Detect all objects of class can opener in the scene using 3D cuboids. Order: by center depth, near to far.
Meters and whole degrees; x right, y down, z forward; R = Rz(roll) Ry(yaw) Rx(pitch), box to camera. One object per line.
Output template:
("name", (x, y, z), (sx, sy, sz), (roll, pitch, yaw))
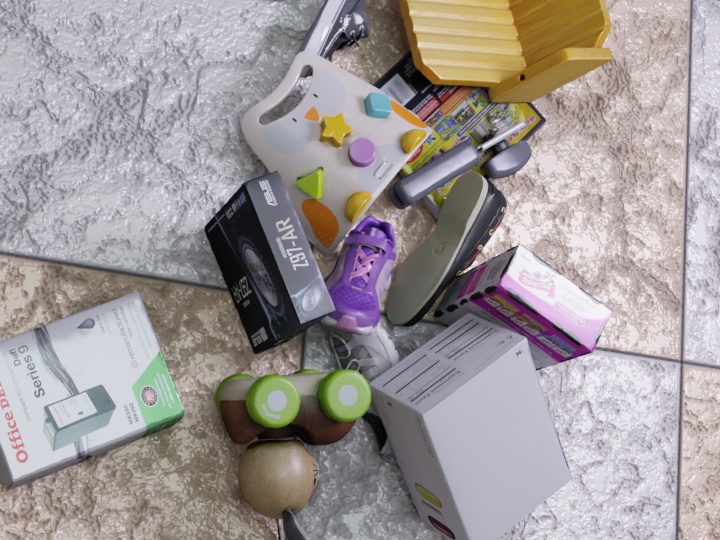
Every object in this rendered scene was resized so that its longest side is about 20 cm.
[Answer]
("can opener", (0.125, -0.124, 1.832), (0.199, 0.053, 0.067), (-27, 88, -23))

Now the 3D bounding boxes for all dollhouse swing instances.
("dollhouse swing", (0.170, -0.326, 1.846), (0.175, 0.181, 0.202), (7, 65, -49))

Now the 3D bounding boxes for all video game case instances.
("video game case", (0.106, -0.189, 1.884), (0.181, 0.025, 0.200), (48, 67, -3))

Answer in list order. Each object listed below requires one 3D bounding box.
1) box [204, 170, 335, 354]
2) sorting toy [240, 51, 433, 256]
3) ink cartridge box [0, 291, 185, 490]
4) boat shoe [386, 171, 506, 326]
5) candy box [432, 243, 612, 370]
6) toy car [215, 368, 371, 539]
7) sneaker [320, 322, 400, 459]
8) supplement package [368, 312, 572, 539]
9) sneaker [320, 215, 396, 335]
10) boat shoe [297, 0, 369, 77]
("box", (-0.103, -0.004, 1.675), (0.043, 0.200, 0.162), (-20, 86, -21))
("sorting toy", (-0.037, -0.155, 1.771), (0.180, 0.107, 0.200), (40, 79, 0))
("ink cartridge box", (-0.308, 0.129, 1.635), (0.198, 0.084, 0.147), (-21, 85, -21))
("boat shoe", (0.103, -0.016, 1.803), (0.063, 0.073, 0.203), (32, 90, -41))
("candy box", (0.183, 0.049, 1.760), (0.136, 0.200, 0.061), (35, 70, -10))
("toy car", (-0.072, 0.211, 1.665), (0.156, 0.164, 0.203), (-3, 88, -19))
("sneaker", (0.005, 0.122, 1.749), (0.082, 0.075, 0.201), (-35, 91, -24))
("supplement package", (0.125, 0.182, 1.714), (0.155, 0.111, 0.202), (-33, 119, -23))
("sneaker", (0.000, 0.000, 1.714), (0.080, 0.089, 0.201), (21, 26, 0))
("boat shoe", (-0.015, -0.305, 1.850), (0.066, 0.070, 0.201), (30, 62, -8))
